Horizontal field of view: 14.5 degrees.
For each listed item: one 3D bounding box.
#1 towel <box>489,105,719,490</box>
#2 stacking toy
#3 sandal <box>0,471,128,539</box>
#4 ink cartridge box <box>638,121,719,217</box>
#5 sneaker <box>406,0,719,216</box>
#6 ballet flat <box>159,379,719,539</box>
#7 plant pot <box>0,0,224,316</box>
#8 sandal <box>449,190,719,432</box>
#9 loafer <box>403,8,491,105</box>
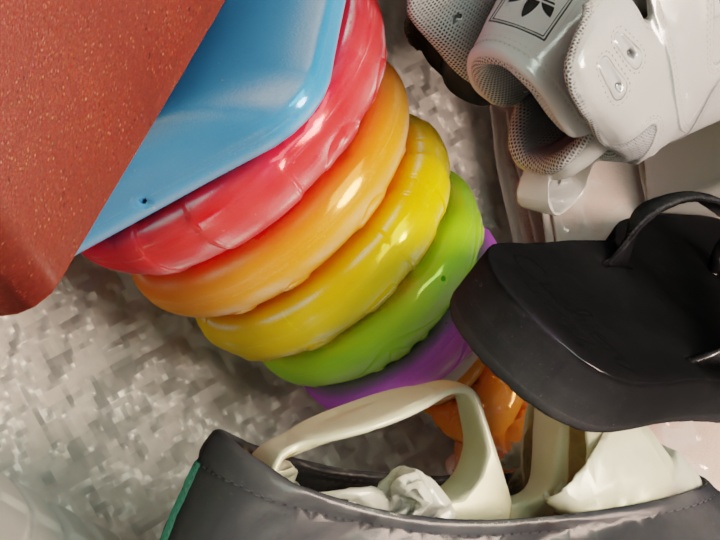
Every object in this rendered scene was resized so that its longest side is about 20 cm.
[{"bbox_3d":[0.141,0.025,0.933,0.200,0.032,0.191,1,74,-31],"label":"towel"},{"bbox_3d":[0.000,0.000,0.813,0.200,0.116,0.110,46,31,-28],"label":"stacking toy"},{"bbox_3d":[-0.090,0.096,0.752,0.203,0.050,0.082,29,16,-24],"label":"sandal"},{"bbox_3d":[0.202,-0.068,0.894,0.200,0.145,0.084,1,76,-31],"label":"ink cartridge box"},{"bbox_3d":[0.073,-0.108,0.746,0.115,0.075,0.200,-36,136,-28],"label":"sneaker"},{"bbox_3d":[0.039,0.064,0.772,0.200,0.073,0.073,0,73,-27],"label":"ballet flat"},{"bbox_3d":[-0.138,-0.099,0.685,0.200,0.200,0.176,-63,142,-32],"label":"plant pot"},{"bbox_3d":[0.093,0.009,0.808,0.076,0.043,0.200,42,20,14],"label":"sandal"},{"bbox_3d":[0.046,-0.116,0.885,0.071,0.073,0.200,32,30,1],"label":"loafer"}]
